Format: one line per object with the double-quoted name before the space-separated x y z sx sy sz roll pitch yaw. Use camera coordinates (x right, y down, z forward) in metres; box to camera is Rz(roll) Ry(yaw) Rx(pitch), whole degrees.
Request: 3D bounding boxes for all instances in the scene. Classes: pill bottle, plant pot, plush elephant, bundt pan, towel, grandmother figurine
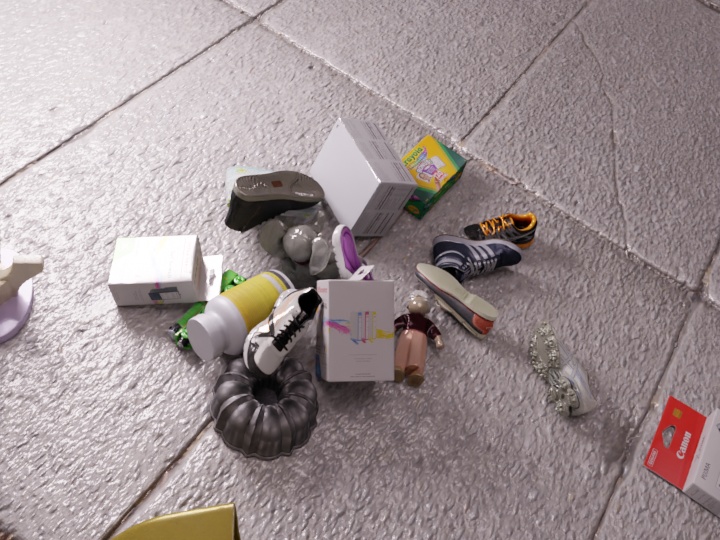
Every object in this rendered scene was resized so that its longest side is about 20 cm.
"pill bottle" -0.214 0.084 1.471 0.198 0.113 0.112 -28 63 -39
"plant pot" -0.267 0.457 1.119 0.195 0.197 0.197 -1 51 -6
"plush elephant" -0.109 -0.046 1.587 0.163 0.156 0.201 29 49 9
"bundt pan" -0.163 0.221 1.411 0.197 0.076 0.205 8 49 -10
"towel" -0.184 -0.166 1.693 0.195 0.049 0.172 3 23 -13
"grandmother figurine" 0.108 0.126 1.577 0.119 0.061 0.203 19 51 -11

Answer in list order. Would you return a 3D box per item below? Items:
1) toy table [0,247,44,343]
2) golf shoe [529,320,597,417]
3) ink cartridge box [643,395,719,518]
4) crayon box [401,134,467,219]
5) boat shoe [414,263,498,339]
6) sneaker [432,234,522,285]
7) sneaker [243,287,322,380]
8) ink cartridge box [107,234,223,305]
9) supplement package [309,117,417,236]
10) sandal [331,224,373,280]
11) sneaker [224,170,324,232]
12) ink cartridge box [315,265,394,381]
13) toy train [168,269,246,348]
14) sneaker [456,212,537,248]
"toy table" -0.647 0.014 1.415 0.180 0.118 0.202 -10 56 -22
"golf shoe" 0.404 0.197 1.606 0.096 0.078 0.203 7 54 -32
"ink cartridge box" 0.660 0.347 1.561 0.175 0.045 0.200 33 50 10
"crayon box" 0.147 -0.218 1.865 0.118 0.059 0.200 34 51 13
"boat shoe" 0.187 0.060 1.648 0.199 0.063 0.071 36 33 15
"sneaker" 0.249 -0.012 1.717 0.195 0.071 0.110 7 45 -1
"sneaker" -0.134 0.101 1.397 0.074 0.079 0.202 46 50 -24
"ink cartridge box" -0.361 -0.002 1.514 0.195 0.068 0.119 -3 51 -1
"supplement package" 0.002 -0.198 1.730 0.109 0.157 0.202 -1 49 -39
"sandal" -0.003 0.005 1.559 0.049 0.205 0.083 -3 38 29
"sneaker" -0.172 -0.134 1.587 0.197 0.107 0.076 -2 53 -32
"ink cartridge box" -0.012 0.093 1.461 0.122 0.128 0.205 0 88 -14
"toy train" -0.288 0.070 1.522 0.056 0.042 0.200 25 49 19
"sneaker" 0.306 -0.091 1.795 0.196 0.078 0.079 -10 56 -21
